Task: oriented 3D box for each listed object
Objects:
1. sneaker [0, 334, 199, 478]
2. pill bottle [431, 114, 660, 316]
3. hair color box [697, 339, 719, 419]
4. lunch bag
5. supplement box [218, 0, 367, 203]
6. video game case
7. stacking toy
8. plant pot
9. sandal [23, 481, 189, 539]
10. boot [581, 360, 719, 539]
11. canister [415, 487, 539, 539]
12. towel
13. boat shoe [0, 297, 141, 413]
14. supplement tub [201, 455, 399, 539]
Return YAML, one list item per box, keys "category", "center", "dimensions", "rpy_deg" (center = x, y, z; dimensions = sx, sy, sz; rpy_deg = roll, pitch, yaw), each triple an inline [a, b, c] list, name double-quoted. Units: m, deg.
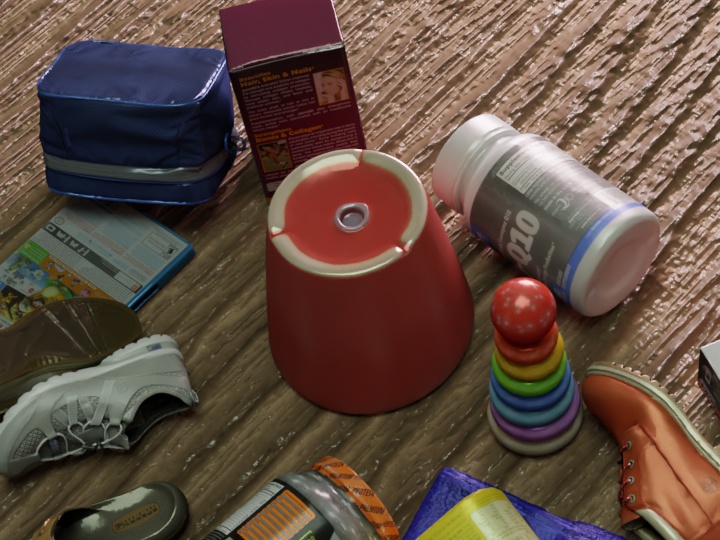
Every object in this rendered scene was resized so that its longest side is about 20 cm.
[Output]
- category: "sneaker"
  center: [-0.239, 0.133, 1.654]
  dimensions: [0.200, 0.075, 0.082]
  rpy_deg: [-30, 58, -11]
- category: "pill bottle"
  center: [0.168, -0.056, 1.702]
  dimensions: [0.114, 0.114, 0.200]
  rpy_deg: [-40, 58, -19]
- category: "hair color box"
  center: [0.406, 0.086, 1.593]
  dimensions: [0.200, 0.064, 0.111]
  rpy_deg: [-21, 55, -8]
- category: "lunch bag"
  center: [-0.210, -0.138, 1.810]
  dimensions: [0.199, 0.133, 0.136]
  rpy_deg: [7, 33, 12]
- category: "supplement box"
  center: [-0.060, -0.166, 1.764]
  dimensions: [0.110, 0.200, 0.086]
  rpy_deg: [-13, 53, 0]
- category: "video game case"
  center: [-0.278, 0.012, 1.784]
  dimensions: [0.143, 0.018, 0.200]
  rpy_deg: [33, 65, 27]
- category: "stacking toy"
  center: [0.144, 0.073, 1.558]
  dimensions: [0.085, 0.200, 0.086]
  rpy_deg: [-4, 53, 6]
- category: "plant pot"
  center: [0.000, 0.000, 1.649]
  dimensions: [0.200, 0.177, 0.201]
  rpy_deg: [-4, 54, 5]
- category: "sandal"
  center: [-0.242, 0.238, 1.590]
  dimensions: [0.200, 0.055, 0.082]
  rpy_deg: [-27, 54, -10]
- category: "boot"
  center: [0.241, 0.163, 1.560]
  dimensions: [0.107, 0.075, 0.200]
  rpy_deg: [-38, 58, -13]
- category: "canister"
  center: [0.114, 0.289, 1.437]
  dimensions: [0.148, 0.087, 0.200]
  rpy_deg: [-42, 67, 9]
- category: "towel"
  center: [0.124, 0.252, 1.525]
  dimensions: [0.200, 0.050, 0.148]
  rpy_deg: [20, 59, 22]
- category: "boat shoe"
  center: [-0.296, 0.082, 1.683]
  dimensions: [0.200, 0.066, 0.074]
  rpy_deg: [-17, 60, -29]
- category: "supplement tub"
  center: [-0.072, 0.251, 1.512]
  dimensions: [0.200, 0.123, 0.123]
  rpy_deg: [-38, 57, -18]
